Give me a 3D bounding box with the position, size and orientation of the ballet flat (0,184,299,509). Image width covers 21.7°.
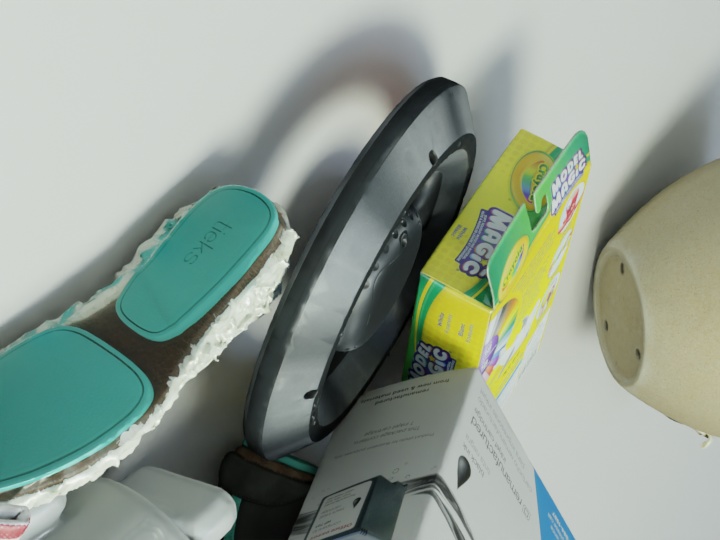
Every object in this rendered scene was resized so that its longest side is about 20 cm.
[{"bbox_3d":[-0.097,0.043,0.780,0.200,0.072,0.072,-41,147,-30],"label":"ballet flat"}]

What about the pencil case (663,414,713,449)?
[{"bbox_3d":[0.271,0.027,1.354,0.201,0.089,0.078,-56,153,-6],"label":"pencil case"}]

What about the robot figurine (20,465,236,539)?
[{"bbox_3d":[-0.131,0.165,0.791,0.200,0.113,0.170,-40,120,-34],"label":"robot figurine"}]

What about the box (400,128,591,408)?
[{"bbox_3d":[0.068,0.016,1.000,0.118,0.048,0.200,-53,165,-34],"label":"box"}]

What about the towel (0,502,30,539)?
[{"bbox_3d":[-0.215,0.150,0.641,0.144,0.023,0.200,10,125,-46],"label":"towel"}]

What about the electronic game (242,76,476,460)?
[{"bbox_3d":[0.000,0.000,0.896,0.201,0.041,0.200,-58,168,-21],"label":"electronic game"}]

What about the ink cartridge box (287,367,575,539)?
[{"bbox_3d":[0.032,0.169,0.900,0.147,0.085,0.200,59,29,-25],"label":"ink cartridge box"}]

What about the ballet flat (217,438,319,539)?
[{"bbox_3d":[-0.016,0.134,1.004,0.200,0.068,0.069,19,90,-53],"label":"ballet flat"}]

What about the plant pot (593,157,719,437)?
[{"bbox_3d":[0.227,0.023,1.204,0.134,0.201,0.201,-7,132,-13],"label":"plant pot"}]
